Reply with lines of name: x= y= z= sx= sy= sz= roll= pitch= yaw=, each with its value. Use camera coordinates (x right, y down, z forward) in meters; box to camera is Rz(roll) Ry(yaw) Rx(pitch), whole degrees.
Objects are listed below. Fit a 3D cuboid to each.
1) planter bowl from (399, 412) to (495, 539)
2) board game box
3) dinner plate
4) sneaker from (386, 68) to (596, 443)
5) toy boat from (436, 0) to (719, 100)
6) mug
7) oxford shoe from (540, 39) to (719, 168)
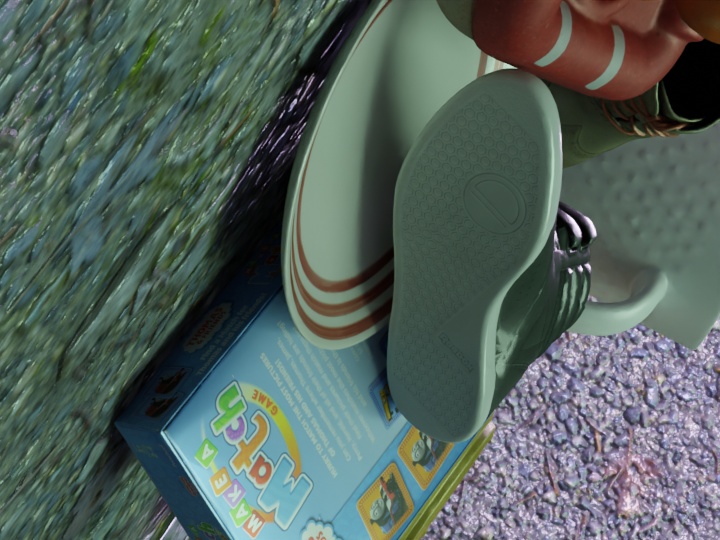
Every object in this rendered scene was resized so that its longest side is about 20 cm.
planter bowl: x=0.013 y=0.096 z=1.486 sx=0.201 sy=0.083 sz=0.200 roll=-54 pitch=175 yaw=-7
board game box: x=-0.010 y=0.053 z=1.279 sx=0.200 sy=0.037 sz=0.152 roll=-52 pitch=130 yaw=-30
dinner plate: x=0.017 y=-0.061 z=1.211 sx=0.200 sy=0.024 sz=0.201 roll=-45 pitch=149 yaw=-36
sneaker: x=0.065 y=-0.024 z=1.243 sx=0.099 sy=0.071 sz=0.200 roll=-45 pitch=154 yaw=-43
toy boat: x=0.120 y=-0.132 z=1.159 sx=0.200 sy=0.130 sz=0.131 roll=12 pitch=100 yaw=-59
mug: x=0.136 y=-0.044 z=1.563 sx=0.200 sy=0.175 sz=0.148 roll=-58 pitch=175 yaw=-39
oxford shoe: x=0.130 y=-0.091 z=1.306 sx=0.200 sy=0.070 sz=0.075 roll=-38 pitch=-149 yaw=43
